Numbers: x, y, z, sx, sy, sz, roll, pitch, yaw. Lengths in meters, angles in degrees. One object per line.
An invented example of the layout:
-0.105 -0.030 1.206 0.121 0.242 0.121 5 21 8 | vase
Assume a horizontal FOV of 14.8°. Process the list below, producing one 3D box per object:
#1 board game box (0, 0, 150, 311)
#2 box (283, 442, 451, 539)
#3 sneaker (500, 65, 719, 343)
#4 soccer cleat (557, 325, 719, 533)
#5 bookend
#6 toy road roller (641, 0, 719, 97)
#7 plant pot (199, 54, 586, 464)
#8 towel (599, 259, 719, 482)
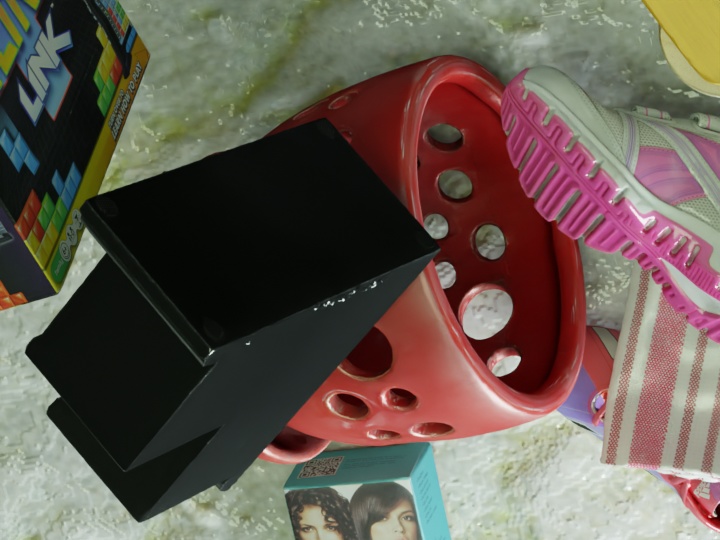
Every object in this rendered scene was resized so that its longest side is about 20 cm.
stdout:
-0.179 -0.104 1.316 0.057 0.200 0.165 -15 125 22 | board game box
0.018 0.204 1.660 0.082 0.049 0.200 -6 111 18 | box
0.163 -0.047 1.481 0.200 0.088 0.081 39 155 -7 | sneaker
0.181 0.098 1.553 0.200 0.076 0.067 32 117 0 | soccer cleat
-0.093 0.041 1.335 0.092 0.199 0.200 48 124 12 | bookend
0.182 -0.203 1.404 0.146 0.123 0.200 -33 100 14 | toy road roller
0.000 0.000 1.500 0.182 0.200 0.201 -14 108 27 | plant pot
0.237 0.050 1.507 0.200 0.030 0.147 9 83 12 | towel
